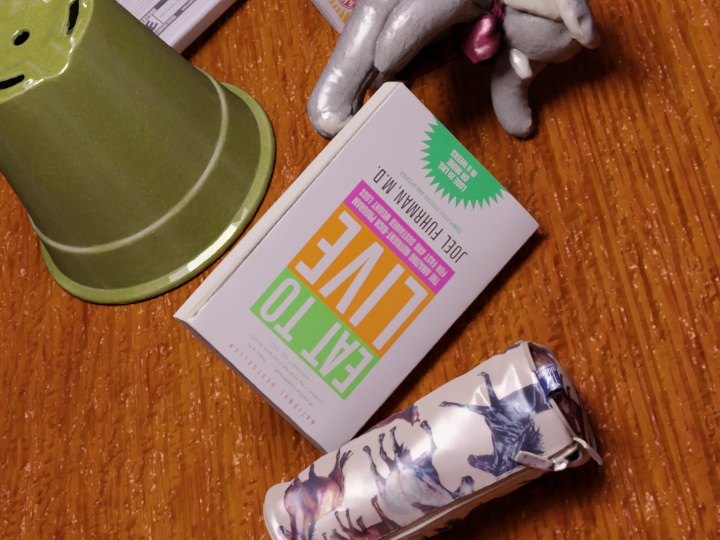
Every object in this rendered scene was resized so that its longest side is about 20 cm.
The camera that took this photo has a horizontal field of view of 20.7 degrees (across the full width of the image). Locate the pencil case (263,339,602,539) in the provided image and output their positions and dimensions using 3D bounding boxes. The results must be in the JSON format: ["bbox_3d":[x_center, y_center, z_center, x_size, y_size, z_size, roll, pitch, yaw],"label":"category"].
[{"bbox_3d":[0.040,0.120,1.149,0.200,0.078,0.089,-31,32,7],"label":"pencil case"}]

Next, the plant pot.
[{"bbox_3d":[-0.193,-0.109,1.388,0.200,0.190,0.200,-17,50,21],"label":"plant pot"}]

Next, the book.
[{"bbox_3d":[0.000,0.000,1.233,0.200,0.134,0.048,-49,16,-9],"label":"book"}]

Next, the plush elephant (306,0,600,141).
[{"bbox_3d":[0.080,-0.162,1.305,0.155,0.165,0.200,26,107,5],"label":"plush elephant"}]

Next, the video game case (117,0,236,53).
[{"bbox_3d":[-0.152,-0.273,1.553,0.182,0.023,0.200,39,77,24],"label":"video game case"}]

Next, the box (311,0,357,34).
[{"bbox_3d":[0.021,-0.286,1.443,0.200,0.113,0.101,-37,47,2],"label":"box"}]
